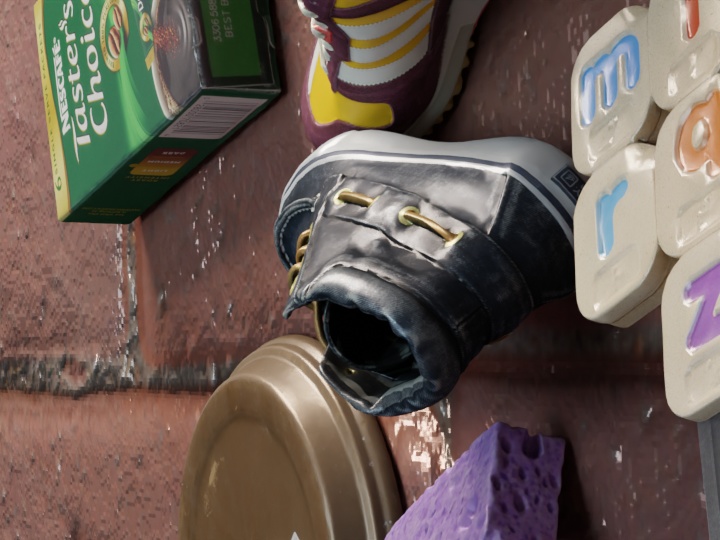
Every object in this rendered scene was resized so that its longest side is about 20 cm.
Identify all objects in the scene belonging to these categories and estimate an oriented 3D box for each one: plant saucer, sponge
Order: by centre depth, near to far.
[{"bbox_3d":[0.027,0.162,0.771,0.112,0.030,0.201,128,155,-51],"label":"sponge"},{"bbox_3d":[-0.035,0.129,0.977,0.200,0.029,0.202,4,94,63],"label":"plant saucer"}]

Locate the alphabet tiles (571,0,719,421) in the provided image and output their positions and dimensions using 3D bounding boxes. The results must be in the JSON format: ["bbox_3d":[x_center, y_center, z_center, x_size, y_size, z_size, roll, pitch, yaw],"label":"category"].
[{"bbox_3d":[0.118,-0.066,0.607,0.200,0.015,0.197,-42,39,48],"label":"alphabet tiles"}]

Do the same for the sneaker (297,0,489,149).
[{"bbox_3d":[0.001,-0.107,0.817,0.200,0.089,0.075,-55,44,50],"label":"sneaker"}]

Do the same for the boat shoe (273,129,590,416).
[{"bbox_3d":[0.000,0.000,0.804,0.071,0.091,0.200,57,156,-14],"label":"boat shoe"}]

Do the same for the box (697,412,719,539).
[{"bbox_3d":[0.159,0.057,0.557,0.200,0.048,0.160,-22,71,62],"label":"box"}]

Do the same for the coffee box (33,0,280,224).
[{"bbox_3d":[-0.101,-0.106,1.076,0.200,0.044,0.124,-31,64,60],"label":"coffee box"}]
